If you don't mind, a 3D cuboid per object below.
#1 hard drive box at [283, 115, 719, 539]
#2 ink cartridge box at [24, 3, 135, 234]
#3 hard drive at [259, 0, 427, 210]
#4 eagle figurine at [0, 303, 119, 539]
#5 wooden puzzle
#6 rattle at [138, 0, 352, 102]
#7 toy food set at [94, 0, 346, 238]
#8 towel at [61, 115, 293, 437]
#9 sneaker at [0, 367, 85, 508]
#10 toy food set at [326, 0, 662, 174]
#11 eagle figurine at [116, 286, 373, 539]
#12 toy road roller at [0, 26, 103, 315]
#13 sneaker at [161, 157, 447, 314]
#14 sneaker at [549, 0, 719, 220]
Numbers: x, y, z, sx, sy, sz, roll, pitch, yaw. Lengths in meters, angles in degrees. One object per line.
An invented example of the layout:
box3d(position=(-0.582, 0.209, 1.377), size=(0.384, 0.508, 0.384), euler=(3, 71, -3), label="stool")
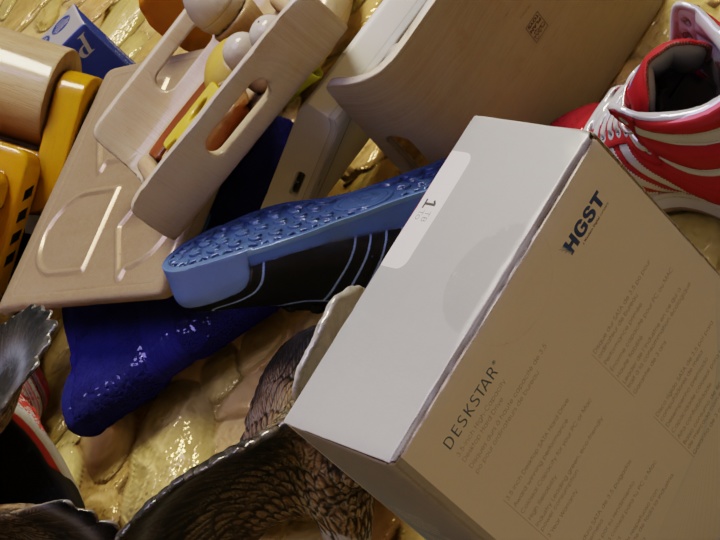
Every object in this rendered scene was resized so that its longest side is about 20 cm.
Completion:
box3d(position=(0.090, 0.058, 0.837), size=(0.077, 0.200, 0.157), euler=(15, 66, 52), label="hard drive box")
box3d(position=(-0.240, -0.085, 1.433), size=(0.200, 0.094, 0.044), euler=(-44, 31, 5), label="ink cartridge box")
box3d(position=(0.011, -0.116, 1.150), size=(0.201, 0.027, 0.132), euler=(-55, -5, -34), label="hard drive")
box3d(position=(-0.236, 0.131, 1.148), size=(0.198, 0.153, 0.151), euler=(-22, 35, -1), label="eagle figurine")
box3d(position=(-0.131, -0.053, 1.247), size=(0.199, 0.046, 0.187), euler=(-9, 52, 49), label="wooden puzzle")
box3d(position=(-0.077, -0.217, 1.353), size=(0.130, 0.142, 0.202), euler=(-27, 42, 57), label="rattle")
box3d(position=(-0.089, -0.106, 1.099), size=(0.144, 0.060, 0.200), euler=(-51, 19, 4), label="toy food set")
box3d(position=(-0.104, 0.007, 1.241), size=(0.199, 0.049, 0.148), euler=(-35, 40, 22), label="towel")
box3d(position=(-0.217, 0.098, 1.251), size=(0.201, 0.108, 0.068), euler=(38, 110, 22), label="sneaker")
box3d(position=(0.076, -0.138, 1.090), size=(0.060, 0.144, 0.201), euler=(23, 74, 46), label="toy food set")
box3d(position=(-0.033, 0.101, 0.989), size=(0.199, 0.151, 0.153), euler=(-10, 69, 35), label="eagle figurine")
box3d(position=(-0.262, -0.064, 1.315), size=(0.122, 0.146, 0.202), euler=(16, 91, 10), label="toy road roller")
box3d(position=(0.000, 0.000, 1.030), size=(0.198, 0.079, 0.070), euler=(-16, 17, -9), label="sneaker")
box3d(position=(0.140, -0.078, 0.993), size=(0.199, 0.112, 0.072), euler=(11, 64, 52), label="sneaker")
